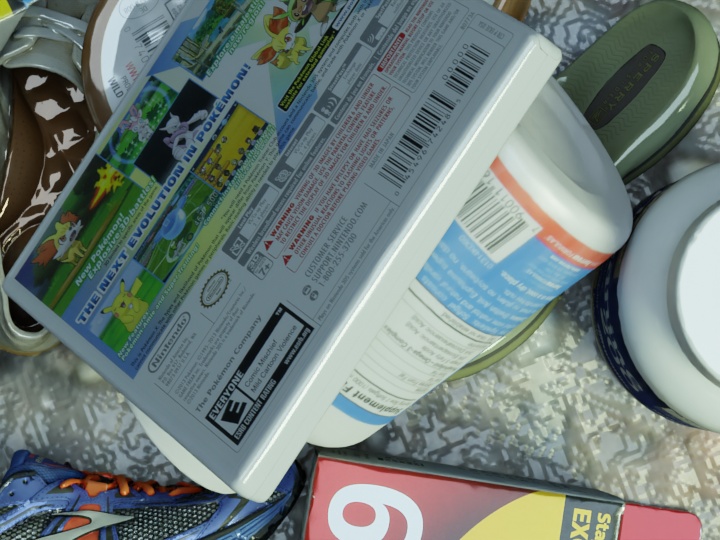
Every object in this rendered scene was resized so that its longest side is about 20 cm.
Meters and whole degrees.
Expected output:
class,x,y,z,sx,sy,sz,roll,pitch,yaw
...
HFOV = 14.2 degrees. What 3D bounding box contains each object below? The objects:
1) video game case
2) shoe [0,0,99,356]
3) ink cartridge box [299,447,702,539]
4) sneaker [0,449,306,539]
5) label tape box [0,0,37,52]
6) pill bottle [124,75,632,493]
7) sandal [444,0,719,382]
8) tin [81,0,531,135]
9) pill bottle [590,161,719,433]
class,x,y,z,sx,sy,sz,roll,pitch,yaw
video game case,-0.036,-0.036,1.112,0.022,0.182,0.200,31,93,-44
shoe,-0.127,-0.062,1.240,0.070,0.053,0.200,8,89,0
ink cartridge box,0.051,0.186,1.223,0.175,0.084,0.200,8,89,-1
sneaker,-0.121,0.109,1.230,0.200,0.075,0.079,-17,86,-2
label tape box,-0.219,-0.133,1.213,0.200,0.063,0.144,-23,71,-11
pill bottle,0.000,0.000,1.156,0.200,0.112,0.112,-37,89,20
sandal,0.070,-0.042,1.226,0.080,0.057,0.201,36,86,38
tin,-0.022,-0.105,1.195,0.200,0.042,0.112,-31,87,7
pill bottle,0.155,0.012,1.169,0.111,0.200,0.111,0,88,-1
